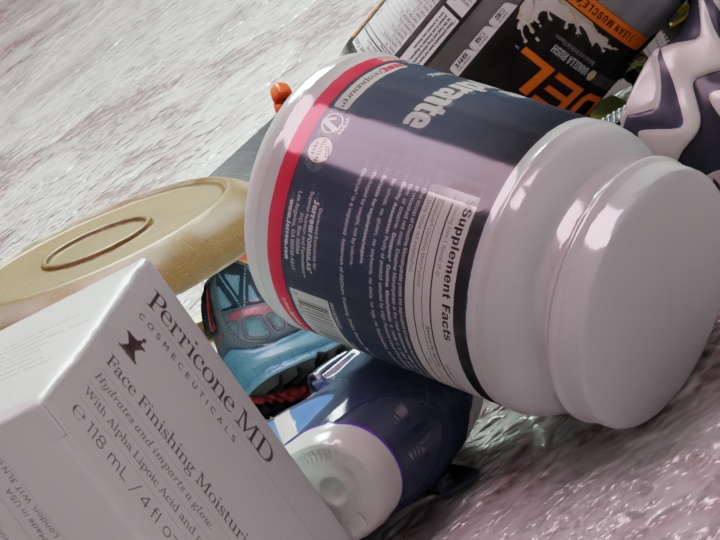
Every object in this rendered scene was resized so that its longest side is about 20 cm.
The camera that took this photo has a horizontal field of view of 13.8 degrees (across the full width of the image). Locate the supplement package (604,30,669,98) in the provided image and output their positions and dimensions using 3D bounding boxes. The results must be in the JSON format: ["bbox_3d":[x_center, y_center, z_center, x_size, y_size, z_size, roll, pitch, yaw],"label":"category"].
[{"bbox_3d":[0.186,-0.194,1.747,0.199,0.110,0.114,-24,18,6],"label":"supplement package"}]

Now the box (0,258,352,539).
[{"bbox_3d":[-0.137,0.135,1.378,0.199,0.199,0.131,-26,19,30],"label":"box"}]

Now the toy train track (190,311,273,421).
[{"bbox_3d":[-0.057,0.061,1.609,0.114,0.033,0.200,-22,32,-13],"label":"toy train track"}]

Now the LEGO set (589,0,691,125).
[{"bbox_3d":[0.156,-0.107,1.604,0.199,0.116,0.154,-29,18,23],"label":"LEGO set"}]

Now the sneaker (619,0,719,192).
[{"bbox_3d":[0.226,-0.116,1.489,0.200,0.129,0.080,-60,-18,-19],"label":"sneaker"}]

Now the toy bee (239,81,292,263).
[{"bbox_3d":[-0.030,-0.060,1.862,0.200,0.109,0.131,-38,-25,-35],"label":"toy bee"}]

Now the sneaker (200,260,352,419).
[{"bbox_3d":[0.000,0.000,1.580,0.199,0.096,0.079,-23,-17,-40],"label":"sneaker"}]

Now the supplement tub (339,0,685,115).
[{"bbox_3d":[0.072,-0.119,1.537,0.200,0.122,0.123,-50,13,13],"label":"supplement tub"}]

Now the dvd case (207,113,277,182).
[{"bbox_3d":[0.008,-0.074,1.739,0.148,0.016,0.200,4,26,24],"label":"dvd case"}]

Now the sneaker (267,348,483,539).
[{"bbox_3d":[-0.023,0.097,1.494,0.200,0.081,0.146,-27,10,39],"label":"sneaker"}]

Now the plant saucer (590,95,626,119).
[{"bbox_3d":[0.075,-0.051,1.769,0.199,0.031,0.200,-32,17,11],"label":"plant saucer"}]

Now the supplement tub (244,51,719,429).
[{"bbox_3d":[0.058,-0.015,1.394,0.199,0.141,0.140,20,51,34],"label":"supplement tub"}]

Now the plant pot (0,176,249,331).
[{"bbox_3d":[-0.137,-0.005,1.587,0.199,0.028,0.200,-21,14,5],"label":"plant pot"}]
